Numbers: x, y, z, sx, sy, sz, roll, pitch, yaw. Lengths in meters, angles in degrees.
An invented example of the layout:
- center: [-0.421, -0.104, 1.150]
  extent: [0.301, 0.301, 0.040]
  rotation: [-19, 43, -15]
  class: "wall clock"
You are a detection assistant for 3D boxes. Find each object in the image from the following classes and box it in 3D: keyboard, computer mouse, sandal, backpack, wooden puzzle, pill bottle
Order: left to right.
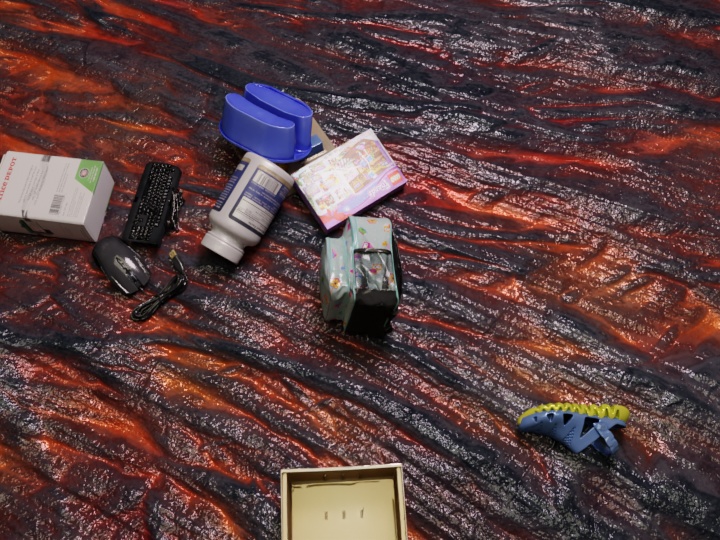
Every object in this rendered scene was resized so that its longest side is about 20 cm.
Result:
- center: [-0.428, -0.014, 1.420]
  extent: [0.140, 0.046, 0.200]
  rotation: [-35, 71, -14]
  class: "computer mouse"
- center: [-0.404, -0.141, 1.467]
  extent: [0.104, 0.040, 0.201]
  rotation: [9, 59, -5]
  class: "keyboard"
- center: [-0.223, -0.117, 1.421]
  extent: [0.111, 0.111, 0.200]
  rotation: [30, 86, 12]
  class: "pill bottle"
- center: [-0.160, -0.261, 1.535]
  extent: [0.185, 0.046, 0.200]
  rotation: [-28, 69, -13]
  class: "wooden puzzle"
- center: [0.000, 0.000, 1.350]
  extent: [0.153, 0.176, 0.201]
  rotation: [7, 62, -2]
  class: "backpack"
- center: [0.375, 0.279, 1.284]
  extent: [0.199, 0.080, 0.087]
  rotation: [1, 69, 2]
  class: "sandal"

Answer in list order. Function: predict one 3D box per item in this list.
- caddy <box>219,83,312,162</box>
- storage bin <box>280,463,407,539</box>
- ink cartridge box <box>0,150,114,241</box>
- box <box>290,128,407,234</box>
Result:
- center: [-0.189, -0.287, 1.471]
  extent: [0.200, 0.105, 0.141]
  rotation: [29, 43, 17]
  class: "caddy"
- center: [-0.027, 0.430, 1.199]
  extent: [0.199, 0.094, 0.199]
  rotation: [-2, 65, -2]
  class: "storage bin"
- center: [-0.614, -0.147, 1.456]
  extent: [0.199, 0.084, 0.147]
  rotation: [7, 65, 3]
  class: "ink cartridge box"
- center: [-0.024, -0.182, 1.491]
  extent: [0.200, 0.039, 0.137]
  rotation: [-32, 82, -14]
  class: "box"
